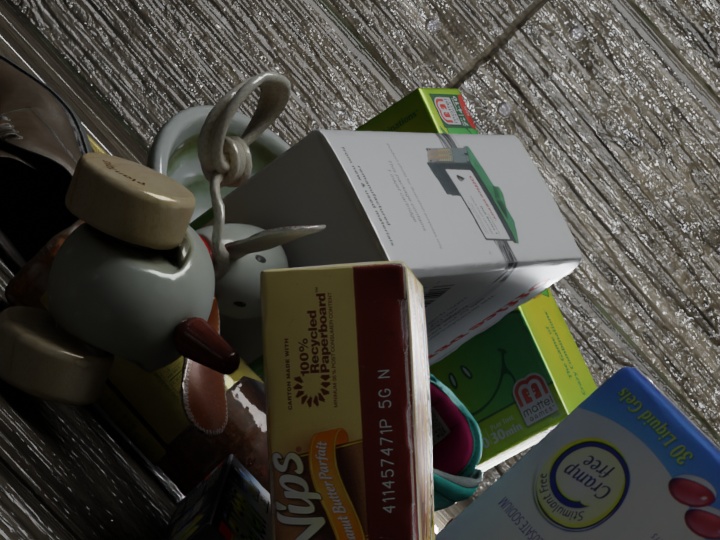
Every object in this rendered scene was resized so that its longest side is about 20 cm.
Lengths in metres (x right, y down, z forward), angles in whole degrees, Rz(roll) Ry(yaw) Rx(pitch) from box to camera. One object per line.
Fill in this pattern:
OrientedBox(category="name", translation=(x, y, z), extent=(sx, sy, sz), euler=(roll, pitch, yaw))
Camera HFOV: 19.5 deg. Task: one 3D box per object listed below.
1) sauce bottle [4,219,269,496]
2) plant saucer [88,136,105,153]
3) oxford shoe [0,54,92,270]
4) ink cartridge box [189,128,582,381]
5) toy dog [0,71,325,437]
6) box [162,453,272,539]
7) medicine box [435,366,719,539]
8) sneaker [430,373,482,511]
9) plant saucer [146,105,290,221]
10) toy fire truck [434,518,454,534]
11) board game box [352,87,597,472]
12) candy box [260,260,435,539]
OrientedBox(category="sauce bottle", translation=(-0.076, 0.064, 0.961), extent=(0.200, 0.066, 0.066), euler=(49, 1, -1))
OrientedBox(category="plant saucer", translation=(-0.130, 0.009, 1.466), extent=(0.200, 0.048, 0.200), euler=(47, 0, -28))
OrientedBox(category="oxford shoe", translation=(-0.182, -0.060, 1.100), extent=(0.200, 0.073, 0.084), euler=(47, 3, 28))
OrientedBox(category="ink cartridge box", translation=(0.000, 0.000, 1.063), extent=(0.200, 0.146, 0.085), euler=(-5, 64, -59))
OrientedBox(category="toy dog", translation=(-0.062, 0.010, 0.865), extent=(0.096, 0.132, 0.200), euler=(31, 32, 18))
OrientedBox(category="box", translation=(-0.030, 0.135, 0.827), extent=(0.110, 0.035, 0.200), euler=(47, 1, -2))
OrientedBox(category="medicine box", translation=(0.132, 0.186, 1.066), extent=(0.182, 0.200, 0.103), euler=(47, -1, 43))
OrientedBox(category="sneaker", translation=(0.009, 0.110, 1.106), extent=(0.084, 0.121, 0.200), euler=(47, 0, 7))
OrientedBox(category="plant saucer", translation=(-0.061, 0.006, 1.170), extent=(0.200, 0.050, 0.201), euler=(41, 33, -33))
OrientedBox(category="toy fire truck", translation=(0.044, 0.188, 1.312), extent=(0.141, 0.049, 0.200), euler=(40, 3, -20))
OrientedBox(category="board game box", translation=(0.047, 0.010, 1.181), extent=(0.048, 0.101, 0.201), euler=(-6, 69, -57))
OrientedBox(category="candy box", translation=(-0.001, 0.059, 0.807), extent=(0.200, 0.055, 0.116), euler=(30, 58, -86))
